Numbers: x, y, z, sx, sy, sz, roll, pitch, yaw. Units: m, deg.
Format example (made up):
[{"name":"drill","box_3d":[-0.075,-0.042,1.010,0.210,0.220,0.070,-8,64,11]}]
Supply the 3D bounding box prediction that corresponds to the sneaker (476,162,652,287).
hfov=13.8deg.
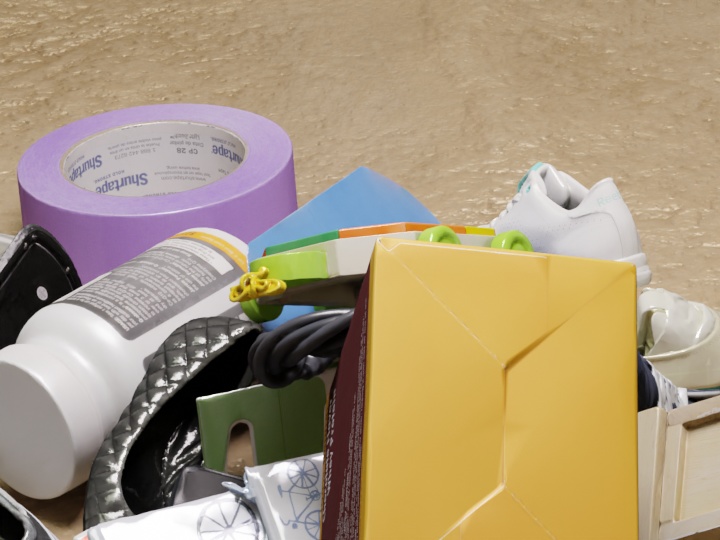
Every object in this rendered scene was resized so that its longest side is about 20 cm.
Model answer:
[{"name":"sneaker","box_3d":[0.116,-0.028,1.995,0.075,0.089,0.200,-18,9,-37]}]

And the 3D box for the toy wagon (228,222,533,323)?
[{"name":"toy wagon","box_3d":[0.000,0.000,1.776,0.155,0.040,0.200,-14,-11,39]}]

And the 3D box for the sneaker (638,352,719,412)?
[{"name":"sneaker","box_3d":[0.169,0.083,1.720,0.108,0.200,0.070,0,67,-5]}]

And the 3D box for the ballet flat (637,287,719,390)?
[{"name":"ballet flat","box_3d":[0.166,0.044,1.906,0.200,0.069,0.069,-6,26,-2]}]

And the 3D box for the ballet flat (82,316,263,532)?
[{"name":"ballet flat","box_3d":[-0.113,0.105,1.757,0.057,0.066,0.200,-17,42,42]}]

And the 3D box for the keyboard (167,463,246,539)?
[{"name":"keyboard","box_3d":[-0.017,0.177,1.657,0.200,0.040,0.104,16,40,-1]}]

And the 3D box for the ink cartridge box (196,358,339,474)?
[{"name":"ink cartridge box","box_3d":[-0.005,0.090,1.794,0.200,0.104,0.059,-12,27,-15]}]

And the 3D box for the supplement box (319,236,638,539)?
[{"name":"supplement box","box_3d":[0.055,0.119,1.509,0.133,0.200,0.197,6,61,-6]}]

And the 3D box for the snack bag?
[{"name":"snack bag","box_3d":[-0.033,0.185,1.597,0.200,0.021,0.189,-12,58,-16]}]

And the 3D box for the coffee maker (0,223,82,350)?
[{"name":"coffee maker","box_3d":[-0.310,0.035,1.920,0.200,0.135,0.192,13,32,33]}]

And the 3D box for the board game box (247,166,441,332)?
[{"name":"board game box","box_3d":[-0.002,0.030,1.917,0.039,0.158,0.200,-32,3,43]}]

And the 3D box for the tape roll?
[{"name":"tape roll","box_3d":[-0.146,-0.054,2.157,0.200,0.066,0.200,-4,26,2]}]

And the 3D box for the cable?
[{"name":"cable","box_3d":[0.018,0.039,1.669,0.163,0.051,0.200,-14,-1,-2]}]

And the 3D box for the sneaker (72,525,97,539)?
[{"name":"sneaker","box_3d":[-0.111,0.183,1.658,0.082,0.077,0.200,26,39,35]}]

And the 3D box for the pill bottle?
[{"name":"pill bottle","box_3d":[-0.145,0.059,1.864,0.116,0.116,0.200,16,32,36]}]

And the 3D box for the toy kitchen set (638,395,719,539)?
[{"name":"toy kitchen set","box_3d":[0.201,0.184,1.628,0.200,0.180,0.163,-21,52,45]}]

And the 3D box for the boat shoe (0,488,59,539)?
[{"name":"boat shoe","box_3d":[-0.260,0.131,1.745,0.199,0.068,0.074,32,72,32]}]
